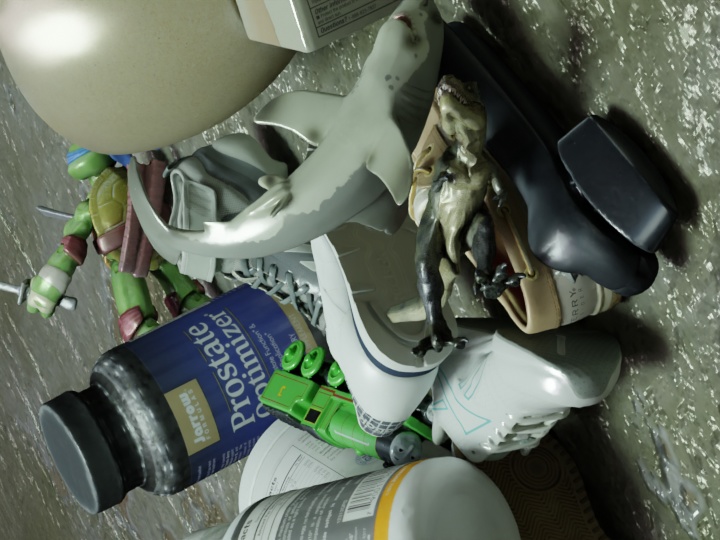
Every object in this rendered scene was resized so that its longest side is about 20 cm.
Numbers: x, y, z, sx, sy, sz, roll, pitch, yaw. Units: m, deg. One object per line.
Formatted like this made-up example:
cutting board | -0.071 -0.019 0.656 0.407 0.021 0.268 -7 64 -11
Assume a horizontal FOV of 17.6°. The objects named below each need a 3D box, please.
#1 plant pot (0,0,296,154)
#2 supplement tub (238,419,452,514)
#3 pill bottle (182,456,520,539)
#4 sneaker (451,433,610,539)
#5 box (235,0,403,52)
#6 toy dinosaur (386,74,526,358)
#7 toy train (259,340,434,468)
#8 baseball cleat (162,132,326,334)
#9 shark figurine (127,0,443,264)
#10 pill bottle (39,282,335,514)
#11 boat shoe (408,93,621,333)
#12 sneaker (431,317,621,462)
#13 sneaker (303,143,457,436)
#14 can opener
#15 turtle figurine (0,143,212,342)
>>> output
plant pot | -0.100 -0.171 1.358 0.134 0.200 0.202 -1 116 39
supplement tub | 0.019 0.170 1.516 0.200 0.131 0.133 23 136 59
pill bottle | -0.013 0.180 1.349 0.199 0.116 0.117 -17 100 37
sneaker | 0.113 0.183 1.399 0.200 0.070 0.109 52 154 18
box | -0.037 -0.229 1.246 0.078 0.094 0.201 20 131 59
toy dinosaur | 0.047 -0.009 1.194 0.201 0.047 0.089 105 160 -48
toy train | -0.006 0.086 1.471 0.042 0.057 0.200 34 171 -26
baseball cleat | -0.059 0.001 1.533 0.200 0.106 0.070 51 150 24
shark figurine | -0.022 -0.037 1.225 0.089 0.214 0.129 36 -155 -48
pill bottle | -0.120 0.090 1.641 0.112 0.199 0.112 48 153 33
boat shoe | 0.059 -0.045 1.264 0.200 0.069 0.074 49 154 32
sneaker | 0.090 0.069 1.301 0.200 0.070 0.081 -177 89 -71
sneaker | 0.000 0.000 1.365 0.081 0.076 0.201 108 159 -47
can opener | 0.092 -0.064 1.206 0.063 0.079 0.200 27 -160 -53
turtle figurine | -0.194 0.006 1.803 0.195 0.199 0.144 57 -168 3
